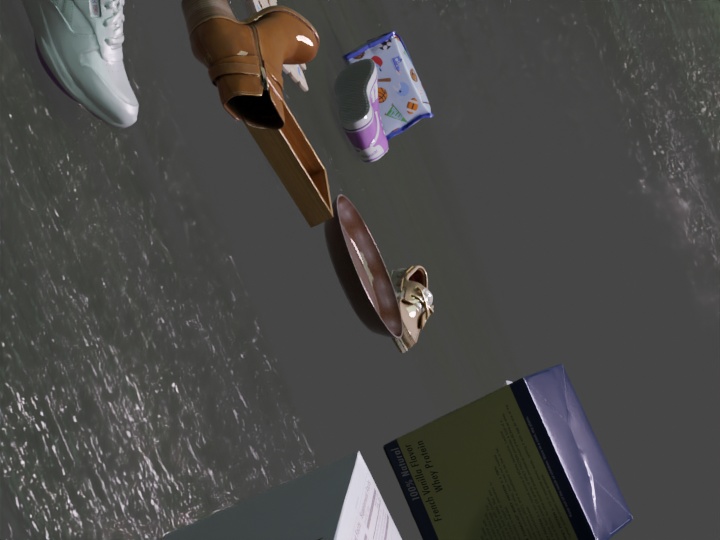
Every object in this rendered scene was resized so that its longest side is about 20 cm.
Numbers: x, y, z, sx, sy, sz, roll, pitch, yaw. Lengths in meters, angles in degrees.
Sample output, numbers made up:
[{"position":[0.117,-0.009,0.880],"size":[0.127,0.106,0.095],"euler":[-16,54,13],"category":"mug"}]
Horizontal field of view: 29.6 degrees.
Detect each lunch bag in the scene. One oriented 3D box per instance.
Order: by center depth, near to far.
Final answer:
[{"position":[0.046,-0.333,2.441],"size":[0.200,0.122,0.172],"euler":[-132,-163,-82],"category":"lunch bag"}]

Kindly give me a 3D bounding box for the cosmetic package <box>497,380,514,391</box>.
[{"position":[0.203,0.279,1.879],"size":[0.051,0.152,0.202],"euler":[14,39,-23],"category":"cosmetic package"}]

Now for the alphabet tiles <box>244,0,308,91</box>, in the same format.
[{"position":[-0.126,-0.353,1.926],"size":[0.200,0.014,0.198],"euler":[32,37,-71],"category":"alphabet tiles"}]

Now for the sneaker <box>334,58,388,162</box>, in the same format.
[{"position":[0.006,-0.255,2.233],"size":[0.202,0.072,0.115],"euler":[-85,154,-47],"category":"sneaker"}]

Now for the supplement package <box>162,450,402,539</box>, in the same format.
[{"position":[-0.030,0.250,0.828],"size":[0.202,0.150,0.151],"euler":[64,11,-9],"category":"supplement package"}]

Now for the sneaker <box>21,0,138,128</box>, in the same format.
[{"position":[-0.209,-0.207,1.038],"size":[0.075,0.098,0.202],"euler":[-81,148,-73],"category":"sneaker"}]

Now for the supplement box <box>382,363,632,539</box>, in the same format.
[{"position":[0.169,0.245,1.567],"size":[0.134,0.198,0.202],"euler":[-6,69,-62],"category":"supplement box"}]

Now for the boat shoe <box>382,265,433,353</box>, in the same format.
[{"position":[0.068,0.044,1.905],"size":[0.074,0.068,0.201],"euler":[61,12,-24],"category":"boat shoe"}]

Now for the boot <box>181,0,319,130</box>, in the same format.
[{"position":[-0.103,-0.225,1.513],"size":[0.199,0.076,0.157],"euler":[17,42,-50],"category":"boot"}]

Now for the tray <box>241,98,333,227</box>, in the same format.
[{"position":[-0.095,-0.156,1.632],"size":[0.099,0.037,0.201],"euler":[-100,164,-50],"category":"tray"}]

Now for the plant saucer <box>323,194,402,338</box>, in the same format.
[{"position":[0.000,0.000,1.770],"size":[0.202,0.034,0.201],"euler":[61,13,-25],"category":"plant saucer"}]
